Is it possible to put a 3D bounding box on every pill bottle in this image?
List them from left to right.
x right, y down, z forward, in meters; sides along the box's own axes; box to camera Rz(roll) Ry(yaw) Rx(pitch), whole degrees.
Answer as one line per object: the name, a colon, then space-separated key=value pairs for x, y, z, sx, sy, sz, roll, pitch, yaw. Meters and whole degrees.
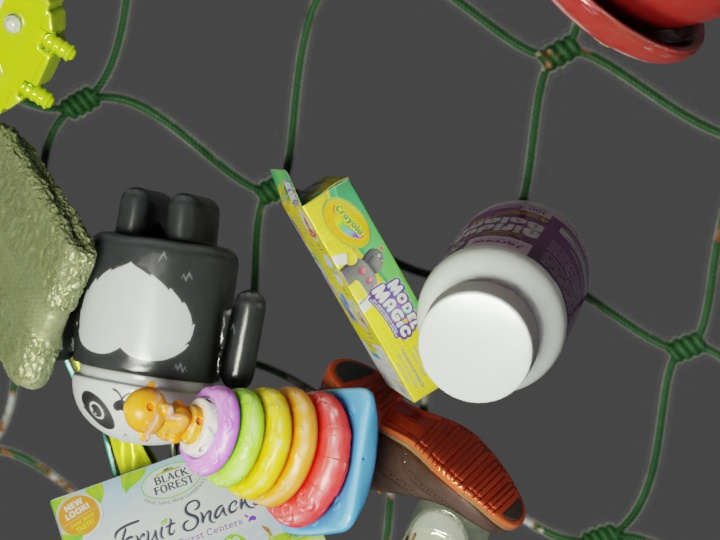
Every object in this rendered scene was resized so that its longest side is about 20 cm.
pill bottle: x=0.104 y=0.024 z=1.449 sx=0.111 sy=0.200 sz=0.113 roll=4 pitch=108 yaw=13

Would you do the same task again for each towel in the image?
towel: x=-0.275 y=-0.015 z=1.576 sx=0.200 sy=0.036 sz=0.149 roll=50 pitch=124 yaw=42

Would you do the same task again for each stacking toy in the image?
stacking toy: x=-0.095 y=0.127 z=1.486 sx=0.109 sy=0.199 sz=0.117 roll=-11 pitch=66 yaw=54

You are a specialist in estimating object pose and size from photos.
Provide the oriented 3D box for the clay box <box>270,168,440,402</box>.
clay box: x=0.000 y=0.000 z=1.515 sx=0.047 sy=0.115 sz=0.201 roll=-30 pitch=98 yaw=-7

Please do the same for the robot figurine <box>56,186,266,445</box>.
robot figurine: x=-0.163 y=0.038 z=1.553 sx=0.150 sy=0.124 sz=0.202 roll=7 pitch=89 yaw=56

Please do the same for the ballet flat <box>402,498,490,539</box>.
ballet flat: x=0.052 y=0.252 z=1.609 sx=0.067 sy=0.064 sz=0.201 roll=29 pitch=112 yaw=6

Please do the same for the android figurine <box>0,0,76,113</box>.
android figurine: x=-0.321 y=-0.206 z=1.584 sx=0.199 sy=0.041 sz=0.183 roll=34 pitch=112 yaw=5

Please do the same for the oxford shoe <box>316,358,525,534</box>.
oxford shoe: x=0.044 y=0.155 z=1.579 sx=0.200 sy=0.071 sz=0.073 roll=37 pitch=119 yaw=17

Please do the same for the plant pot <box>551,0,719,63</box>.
plant pot: x=0.211 y=-0.259 z=1.338 sx=0.200 sy=0.200 sz=0.183 roll=43 pitch=122 yaw=-1

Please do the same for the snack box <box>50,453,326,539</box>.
snack box: x=-0.133 y=0.222 z=1.582 sx=0.199 sy=0.053 sz=0.143 roll=-19 pitch=67 yaw=-8

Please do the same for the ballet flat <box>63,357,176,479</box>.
ballet flat: x=-0.196 y=0.118 z=1.645 sx=0.067 sy=0.067 sz=0.201 roll=-19 pitch=105 yaw=-1
